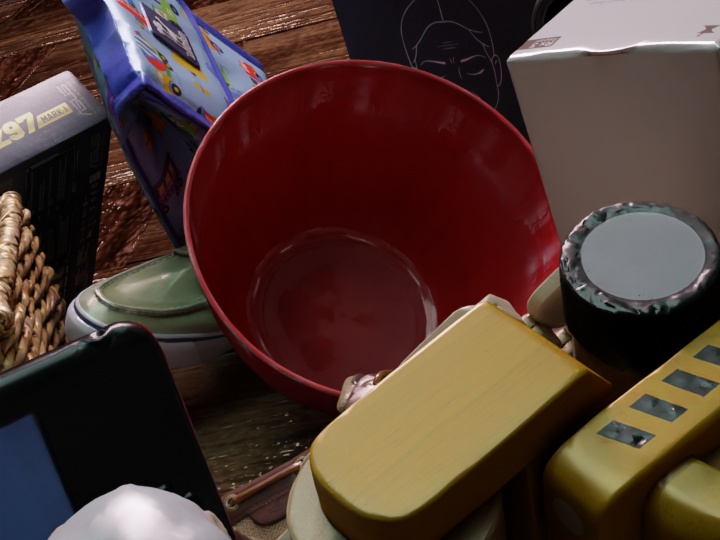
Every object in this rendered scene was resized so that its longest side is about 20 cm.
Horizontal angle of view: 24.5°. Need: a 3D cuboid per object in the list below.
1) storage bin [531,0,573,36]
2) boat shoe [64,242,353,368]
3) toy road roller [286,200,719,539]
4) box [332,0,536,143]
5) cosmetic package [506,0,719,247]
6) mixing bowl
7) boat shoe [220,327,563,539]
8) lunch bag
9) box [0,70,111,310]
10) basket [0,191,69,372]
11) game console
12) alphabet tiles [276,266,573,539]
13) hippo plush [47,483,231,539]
[{"bbox_3d":[0.177,-0.083,0.874,0.135,0.201,0.094,-10,24,16],"label":"storage bin"},{"bbox_3d":[-0.075,0.005,0.953,0.199,0.062,0.072,-11,40,-33],"label":"boat shoe"},{"bbox_3d":[0.089,0.084,0.557,0.200,0.123,0.146,-35,49,-22],"label":"toy road roller"},{"bbox_3d":[0.086,-0.129,1.037,0.148,0.201,0.107,-1,29,32],"label":"box"},{"bbox_3d":[0.155,-0.029,0.773,0.113,0.201,0.081,4,32,39],"label":"cosmetic package"},{"bbox_3d":[0.000,0.000,0.878,0.200,0.200,0.108,-29,-18,-25],"label":"mixing bowl"},{"bbox_3d":[0.015,0.073,0.746,0.200,0.072,0.072,-38,65,-1],"label":"boat shoe"},{"bbox_3d":[-0.118,-0.103,0.969,0.094,0.200,0.151,-30,53,8],"label":"lunch bag"},{"bbox_3d":[-0.238,-0.016,1.039,0.158,0.200,0.051,-34,67,-31],"label":"box"},{"bbox_3d":[-0.227,0.066,0.894,0.142,0.149,0.200,-18,25,-1],"label":"basket"},{"bbox_3d":[-0.144,0.135,0.653,0.199,0.177,0.031,-24,23,-16],"label":"game console"},{"bbox_3d":[0.054,0.063,0.679,0.196,0.200,0.015,-45,64,12],"label":"alphabet tiles"},{"bbox_3d":[-0.093,0.168,0.565,0.159,0.161,0.200,-11,24,13],"label":"hippo plush"}]
